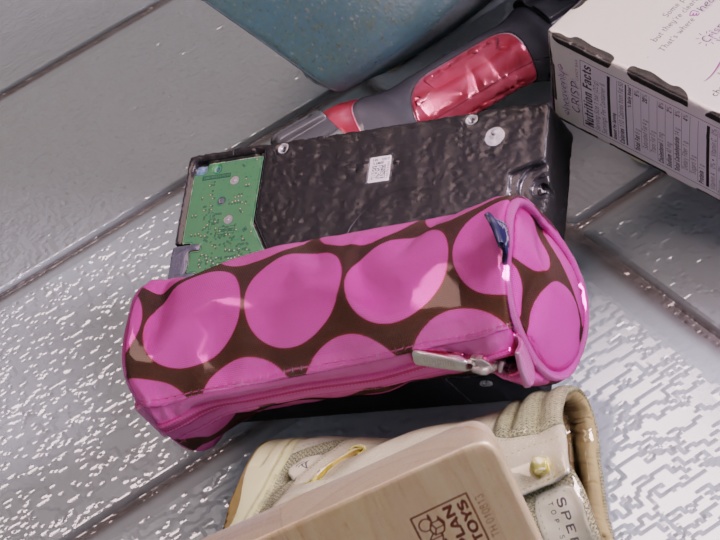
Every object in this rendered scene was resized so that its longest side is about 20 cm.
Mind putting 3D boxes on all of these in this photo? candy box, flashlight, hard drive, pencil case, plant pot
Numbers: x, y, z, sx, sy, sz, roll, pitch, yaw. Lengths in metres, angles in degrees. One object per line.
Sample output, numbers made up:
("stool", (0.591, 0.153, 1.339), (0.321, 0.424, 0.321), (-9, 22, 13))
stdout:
("candy box", (0.204, -0.088, 0.902), (0.200, 0.061, 0.136), (32, 61, 29))
("flashlight", (0.050, -0.091, 1.068), (0.200, 0.068, 0.068), (-31, 72, -12))
("hard drive", (0.000, 0.000, 0.952), (0.200, 0.038, 0.140), (-7, 61, 26))
("pencil case", (-0.007, 0.027, 0.860), (0.200, 0.091, 0.094), (-14, 44, 27))
("plant pot", (0.005, -0.212, 1.072), (0.200, 0.196, 0.196), (-55, -5, 18))

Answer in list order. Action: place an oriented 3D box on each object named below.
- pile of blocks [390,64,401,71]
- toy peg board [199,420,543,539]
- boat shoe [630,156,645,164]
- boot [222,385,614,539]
("pile of blocks", (0.024, -0.203, 1.246), (0.082, 0.062, 0.200), (-16, 34, 15))
("toy peg board", (-0.017, 0.160, 0.648), (0.199, 0.200, 0.098), (-25, 18, 2))
("boat shoe", (0.207, -0.130, 1.016), (0.200, 0.063, 0.071), (-33, 31, -14))
("boot", (0.019, 0.119, 0.778), (0.155, 0.072, 0.200), (-14, 27, 18))
